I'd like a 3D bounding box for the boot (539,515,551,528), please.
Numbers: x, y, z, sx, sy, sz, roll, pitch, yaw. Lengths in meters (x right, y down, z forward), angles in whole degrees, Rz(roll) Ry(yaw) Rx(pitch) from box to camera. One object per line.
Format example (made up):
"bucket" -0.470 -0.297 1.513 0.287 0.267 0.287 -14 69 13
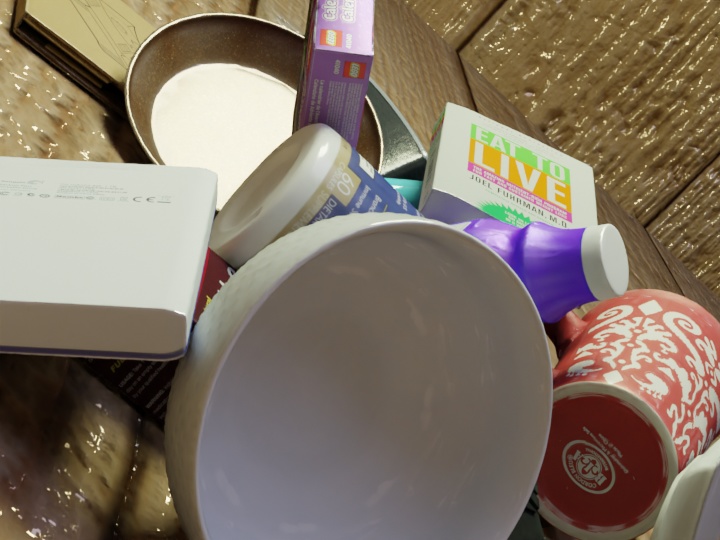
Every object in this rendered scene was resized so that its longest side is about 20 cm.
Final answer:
"boot" 0.115 0.103 1.137 0.200 0.077 0.155 52 18 15

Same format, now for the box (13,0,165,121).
"box" -0.197 -0.177 1.168 0.163 0.021 0.200 37 16 -25

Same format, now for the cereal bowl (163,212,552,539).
"cereal bowl" -0.008 0.068 0.717 0.200 0.201 0.083 35 -7 -32

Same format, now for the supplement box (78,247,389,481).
"supplement box" -0.059 0.062 0.818 0.200 0.061 0.109 40 16 -15

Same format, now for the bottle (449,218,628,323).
"bottle" 0.077 0.009 0.991 0.065 0.198 0.084 -37 113 -57

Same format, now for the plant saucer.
"plant saucer" -0.080 -0.103 1.095 0.199 0.037 0.202 13 52 -17

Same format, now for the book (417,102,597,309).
"book" 0.109 -0.054 1.111 0.133 0.048 0.200 28 24 -7

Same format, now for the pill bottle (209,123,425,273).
"pill bottle" 0.010 0.016 0.908 0.200 0.111 0.111 42 15 -17

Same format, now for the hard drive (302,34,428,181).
"hard drive" -0.034 -0.122 1.260 0.200 0.134 0.043 51 -28 32

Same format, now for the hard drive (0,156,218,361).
"hard drive" -0.141 -0.012 0.725 0.130 0.026 0.200 3 21 -3

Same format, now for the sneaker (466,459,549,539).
"sneaker" 0.050 0.145 0.807 0.076 0.087 0.201 37 27 -38

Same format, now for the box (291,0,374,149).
"box" -0.021 -0.120 0.979 0.039 0.201 0.138 6 52 -5

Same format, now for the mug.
"mug" 0.162 0.097 1.034 0.176 0.135 0.200 13 17 18

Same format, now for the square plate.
"square plate" 0.188 0.193 0.912 0.028 0.202 0.198 20 7 19

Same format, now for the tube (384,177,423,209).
"tube" 0.013 -0.050 1.170 0.198 0.077 0.051 0 74 -31
